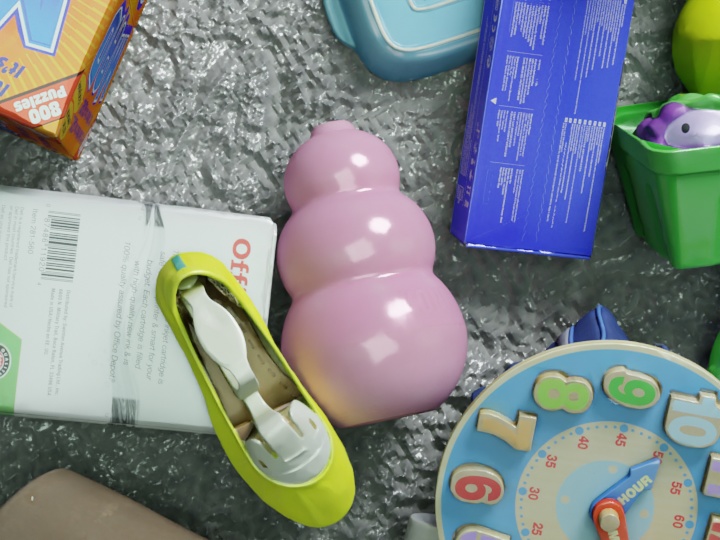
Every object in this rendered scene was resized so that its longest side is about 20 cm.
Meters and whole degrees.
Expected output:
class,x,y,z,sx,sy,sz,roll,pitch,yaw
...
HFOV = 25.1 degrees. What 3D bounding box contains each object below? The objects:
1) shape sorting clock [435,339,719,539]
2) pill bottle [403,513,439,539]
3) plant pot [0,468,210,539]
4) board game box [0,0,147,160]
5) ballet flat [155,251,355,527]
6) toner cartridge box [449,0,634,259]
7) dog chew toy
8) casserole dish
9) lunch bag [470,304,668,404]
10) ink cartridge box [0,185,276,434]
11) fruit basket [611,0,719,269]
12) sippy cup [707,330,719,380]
class,x,y,z,sx,sy,sz,roll,pitch,yaw
shape sorting clock,0.143,0.139,0.941,0.199,0.039,0.201,0,105,1
pill bottle,0.058,0.272,1.080,0.114,0.114,0.201,12,88,-7
plant pot,-0.164,0.225,1.030,0.174,0.200,0.201,37,85,12
board game box,-0.233,-0.204,0.997,0.199,0.200,0.201,24,87,-6
ballet flat,-0.066,0.078,1.004,0.067,0.067,0.201,-31,96,-9
toner cartridge box,0.124,-0.113,1.100,0.094,0.043,0.201,6,102,-14
dog chew toy,0.000,0.000,1.073,0.124,0.125,0.201,-10,83,-7
casserole dish,0.072,-0.208,1.119,0.199,0.039,0.122,-20,92,-6
lunch bag,0.159,0.110,1.056,0.132,0.200,0.136,-35,97,12
ink cartridge box,-0.163,0.026,1.065,0.199,0.084,0.147,7,90,-9
fruit basket,0.271,-0.118,1.100,0.214,0.156,0.217,-3,108,-8
sippy cup,0.322,0.084,1.089,0.177,0.130,0.140,22,97,-19
